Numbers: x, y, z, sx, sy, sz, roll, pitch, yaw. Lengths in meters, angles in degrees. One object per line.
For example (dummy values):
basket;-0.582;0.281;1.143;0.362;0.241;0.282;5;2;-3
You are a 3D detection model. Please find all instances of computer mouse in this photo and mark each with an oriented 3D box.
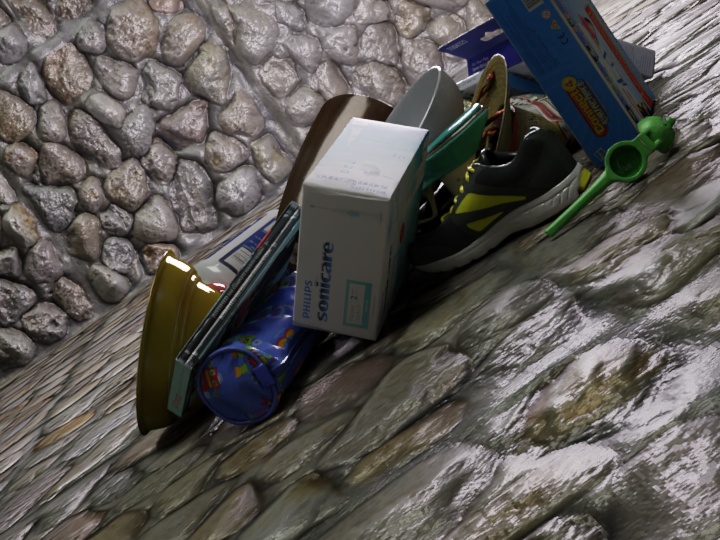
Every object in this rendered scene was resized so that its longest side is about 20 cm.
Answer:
computer mouse;0.088;-0.068;1.452;0.200;0.046;0.140;-28;10;34

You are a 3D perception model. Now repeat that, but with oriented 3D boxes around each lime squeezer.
lime squeezer;0.235;-0.101;1.129;0.200;0.038;0.071;-41;11;-31

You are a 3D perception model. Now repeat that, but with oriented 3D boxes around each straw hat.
straw hat;0.165;-0.129;1.348;0.201;0.085;0.201;-168;90;-82

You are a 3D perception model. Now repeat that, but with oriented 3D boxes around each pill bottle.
pill bottle;-0.153;0.015;1.674;0.200;0.111;0.111;-40;11;-33

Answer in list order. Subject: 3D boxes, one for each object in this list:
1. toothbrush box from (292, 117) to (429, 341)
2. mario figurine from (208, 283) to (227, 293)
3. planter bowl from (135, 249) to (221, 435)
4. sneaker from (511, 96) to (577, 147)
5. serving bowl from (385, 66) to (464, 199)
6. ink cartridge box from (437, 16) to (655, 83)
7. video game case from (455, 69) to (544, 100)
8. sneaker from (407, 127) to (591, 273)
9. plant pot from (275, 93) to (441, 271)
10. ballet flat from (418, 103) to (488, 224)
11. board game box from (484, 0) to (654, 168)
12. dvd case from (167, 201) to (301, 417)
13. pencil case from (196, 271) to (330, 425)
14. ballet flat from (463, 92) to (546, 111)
toothbrush box;0.002;-0.045;1.229;0.085;0.146;0.200;11;25;10
mario figurine;-0.123;0.067;1.490;0.123;0.106;0.200;4;-4;-36
planter bowl;-0.178;0.082;1.362;0.083;0.200;0.200;7;13;2
sneaker;0.185;-0.158;1.477;0.082;0.078;0.200;-40;10;-30
serving bowl;0.062;-0.133;1.472;0.200;0.066;0.200;-55;13;19
ink cartridge box;0.223;-0.254;1.567;0.196;0.200;0.043;166;113;-65
video game case;0.182;-0.216;1.659;0.200;0.143;0.018;167;115;-69
sneaker;0.121;-0.069;1.217;0.200;0.085;0.074;-30;9;26
plant pot;-0.023;-0.089;1.624;0.187;0.187;0.200;-21;30;56
ballet flat;0.072;-0.094;1.338;0.200;0.070;0.067;-36;7;25
board game box;0.220;-0.222;1.302;0.056;0.200;0.196;-32;9;24
dvd case;-0.122;0.040;1.245;0.200;0.022;0.146;-55;-4;-27
pencil case;-0.084;0.072;1.232;0.087;0.078;0.200;-28;11;26
ballet flat;0.169;-0.179;1.593;0.200;0.076;0.064;2;40;44
